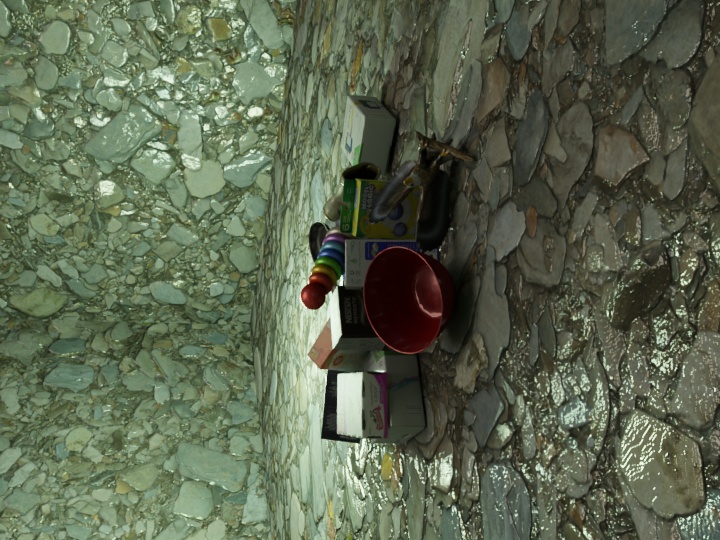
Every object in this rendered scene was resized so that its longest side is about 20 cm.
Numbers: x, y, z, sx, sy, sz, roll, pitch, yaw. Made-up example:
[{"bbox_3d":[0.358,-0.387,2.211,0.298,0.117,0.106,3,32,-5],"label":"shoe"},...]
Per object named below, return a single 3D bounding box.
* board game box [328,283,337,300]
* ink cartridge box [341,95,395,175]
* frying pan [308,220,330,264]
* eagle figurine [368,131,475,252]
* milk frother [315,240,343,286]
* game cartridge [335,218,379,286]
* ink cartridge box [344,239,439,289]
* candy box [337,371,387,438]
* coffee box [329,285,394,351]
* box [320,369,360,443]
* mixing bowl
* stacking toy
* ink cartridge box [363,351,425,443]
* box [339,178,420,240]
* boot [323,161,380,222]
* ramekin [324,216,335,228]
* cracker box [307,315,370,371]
[{"bbox_3d":[-0.061,0.066,1.725,0.200,0.019,0.105,99,157,-77],"label":"board game box"},{"bbox_3d":[0.016,-0.352,1.867,0.201,0.086,0.148,-113,29,-59],"label":"ink cartridge box"},{"bbox_3d":[-0.087,-0.022,1.687,0.114,0.030,0.194,22,118,56],"label":"frying pan"},{"bbox_3d":[0.113,-0.161,1.404,0.152,0.148,0.203,53,132,49],"label":"eagle figurine"},{"bbox_3d":[0.000,0.000,1.699,0.188,0.196,0.185,-166,83,-73],"label":"milk frother"},{"bbox_3d":[0.005,-0.040,1.601,0.128,0.038,0.204,-25,65,34],"label":"game cartridge"},{"bbox_3d":[0.065,-0.012,1.494,0.039,0.195,0.102,94,177,-78],"label":"ink cartridge box"},{"bbox_3d":[0.002,0.292,1.580,0.200,0.060,0.140,152,119,-71],"label":"candy box"},{"bbox_3d":[0.040,0.103,1.534,0.080,0.196,0.117,120,148,-58],"label":"coffee box"},{"bbox_3d":[-0.036,0.308,1.844,0.200,0.102,0.186,-73,-11,-78],"label":"box"},{"bbox_3d":[0.110,0.048,1.396,0.198,0.107,0.205,11,106,42],"label":"mixing bowl"},{"bbox_3d":[-0.070,0.003,1.519,0.202,0.084,0.086,-62,-2,-37],"label":"stacking toy"},{"bbox_3d":[0.073,0.266,1.599,0.146,0.086,0.204,122,145,-59],"label":"ink cartridge box"},{"bbox_3d":[0.056,-0.127,1.514,0.048,0.196,0.120,-142,56,-71],"label":"box"},{"bbox_3d":[0.024,-0.181,1.657,0.073,0.196,0.155,69,151,24],"label":"boot"},{"bbox_3d":[-0.032,-0.096,1.992,0.200,0.103,0.205,-178,90,-74],"label":"ramekin"},{"bbox_3d":[-0.016,0.161,1.668,0.058,0.198,0.135,41,106,33],"label":"cracker box"}]
